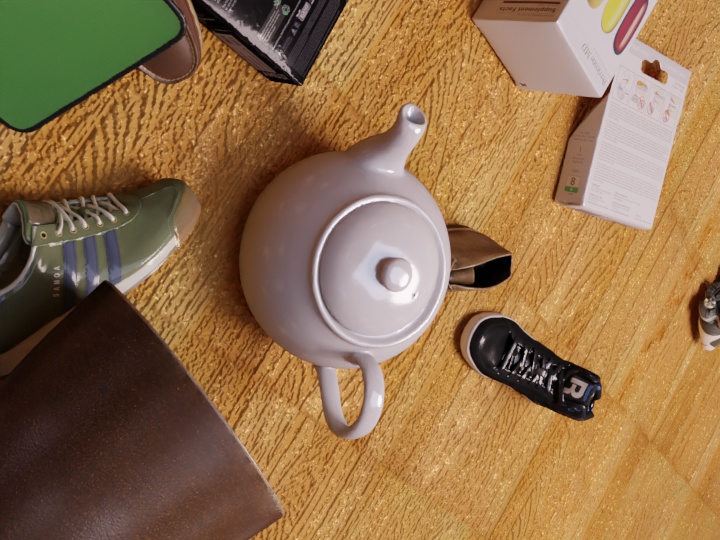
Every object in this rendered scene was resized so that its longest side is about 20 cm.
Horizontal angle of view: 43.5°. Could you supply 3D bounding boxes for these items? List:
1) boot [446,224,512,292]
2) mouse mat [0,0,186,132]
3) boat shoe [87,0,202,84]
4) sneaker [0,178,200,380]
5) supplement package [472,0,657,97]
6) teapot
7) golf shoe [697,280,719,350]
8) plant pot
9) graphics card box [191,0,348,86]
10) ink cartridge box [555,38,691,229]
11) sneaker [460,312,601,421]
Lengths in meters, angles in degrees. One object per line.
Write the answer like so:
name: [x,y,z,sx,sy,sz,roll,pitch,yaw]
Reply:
boot: [0.069,-0.005,0.879,0.199,0.075,0.074,-12,114,-37]
mouse mat: [-0.221,-0.177,0.533,0.200,0.160,0.008,47,29,-39]
boat shoe: [-0.163,-0.190,0.575,0.071,0.068,0.201,-25,138,6]
sneaker: [-0.206,-0.019,0.631,0.200,0.067,0.090,-43,132,-20]
supplement package: [0.223,-0.290,0.904,0.114,0.109,0.201,41,75,-41]
teapot: [0.000,0.000,0.742,0.197,0.146,0.201,-39,112,-13]
golf shoe: [0.563,0.035,1.349,0.199,0.077,0.089,-37,145,-25]
plant pot: [-0.180,0.142,0.548,0.200,0.186,0.188,-39,126,-17]
graphics card box: [-0.092,-0.246,0.676,0.199,0.051,0.126,33,81,-41]
ink cartridge box: [0.314,-0.160,1.073,0.160,0.050,0.202,11,92,-43]
sneaker: [0.205,0.110,1.010,0.199,0.111,0.074,33,80,-43]
